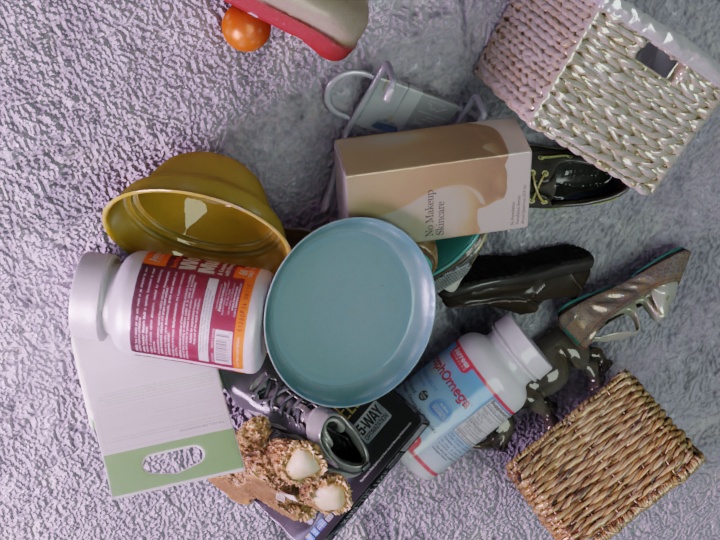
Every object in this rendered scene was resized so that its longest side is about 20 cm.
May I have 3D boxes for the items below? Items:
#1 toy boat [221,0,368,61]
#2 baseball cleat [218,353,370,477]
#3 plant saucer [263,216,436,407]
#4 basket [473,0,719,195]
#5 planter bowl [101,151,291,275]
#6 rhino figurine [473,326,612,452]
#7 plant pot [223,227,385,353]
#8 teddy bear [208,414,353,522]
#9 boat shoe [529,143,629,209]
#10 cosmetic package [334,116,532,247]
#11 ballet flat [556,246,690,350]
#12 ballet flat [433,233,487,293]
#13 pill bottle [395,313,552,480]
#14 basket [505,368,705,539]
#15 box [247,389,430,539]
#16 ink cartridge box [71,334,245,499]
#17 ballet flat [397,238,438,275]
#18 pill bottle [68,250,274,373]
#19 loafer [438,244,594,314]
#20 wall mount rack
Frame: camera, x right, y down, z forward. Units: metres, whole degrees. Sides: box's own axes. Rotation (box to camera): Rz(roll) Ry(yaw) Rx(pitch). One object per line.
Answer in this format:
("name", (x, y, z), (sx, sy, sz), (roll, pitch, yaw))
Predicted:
("toy boat", (-0.093, -0.273, 1.433), (0.199, 0.131, 0.131), (24, 131, -25))
("baseball cleat", (-0.067, 0.145, 1.523), (0.200, 0.106, 0.070), (36, 74, -2))
("plant saucer", (-0.014, 0.042, 1.472), (0.199, 0.027, 0.201), (-7, 105, -27))
("basket", (0.253, -0.214, 1.525), (0.198, 0.200, 0.161), (27, 106, -26))
("planter bowl", (-0.160, -0.066, 1.470), (0.200, 0.200, 0.084), (25, 61, -26))
("rhino figurine", (0.208, 0.147, 1.722), (0.200, 0.060, 0.088), (-40, 99, 0))
("plant pot", (-0.064, 0.044, 1.554), (0.199, 0.027, 0.201), (7, 114, 16))
("teddy bear", (-0.086, 0.211, 1.524), (0.145, 0.200, 0.067), (38, 63, -13))
("boat shoe", (0.214, -0.106, 1.625), (0.200, 0.061, 0.072), (-6, 112, -17))
("cosmetic package", (0.076, -0.091, 1.500), (0.199, 0.071, 0.106), (-9, 129, -7))
("ballet flat", (0.328, 0.040, 1.706), (0.199, 0.067, 0.068), (-26, 161, -16))
("ballet flat", (0.071, 0.007, 1.595), (0.200, 0.072, 0.072), (-33, 120, 22))
("pill bottle", (0.120, 0.144, 1.652), (0.200, 0.109, 0.109), (-40, 118, 6))
("basket", (0.296, 0.245, 1.718), (0.200, 0.149, 0.143), (-39, 159, -3))
("box", (-0.043, 0.194, 1.606), (0.158, 0.050, 0.200), (42, 95, 16))
("ink cartridge box", (-0.215, 0.143, 1.501), (0.145, 0.201, 0.048), (-11, 153, -16))
("ballet flat", (0.000, 0.000, 1.573), (0.199, 0.073, 0.068), (-26, 120, 27))
("pill bottle", (-0.194, 0.039, 1.474), (0.199, 0.110, 0.110), (9, 109, 4))
("loafer", (0.182, 0.023, 1.657), (0.199, 0.073, 0.072), (-9, 114, -16))
("wall mount rack", (0.043, -0.132, 1.549), (0.199, 0.075, 0.174), (16, 125, -23))
